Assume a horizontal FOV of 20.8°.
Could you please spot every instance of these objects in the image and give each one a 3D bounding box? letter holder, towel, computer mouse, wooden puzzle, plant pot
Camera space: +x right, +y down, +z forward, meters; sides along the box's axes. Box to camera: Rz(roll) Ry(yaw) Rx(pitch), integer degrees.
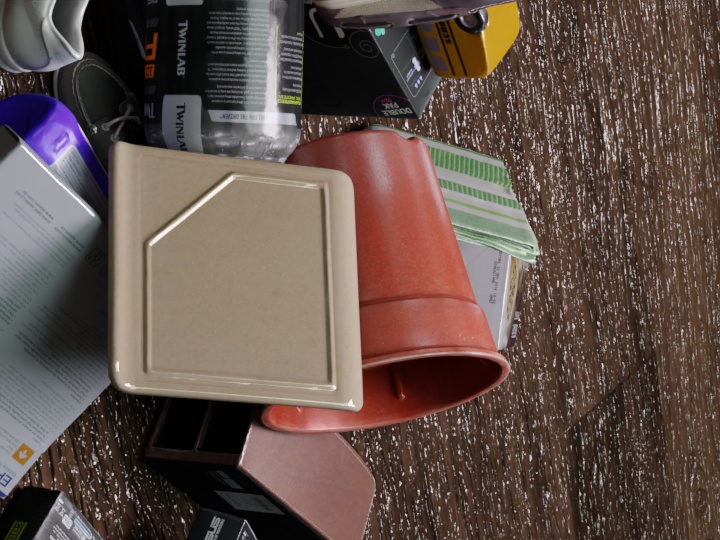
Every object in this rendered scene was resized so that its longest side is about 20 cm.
[{"bbox_3d":[-0.071,0.141,1.659,0.200,0.100,0.143,47,53,-47],"label":"letter holder"},{"bbox_3d":[0.076,-0.073,1.757,0.200,0.151,0.024,-104,-147,-63],"label":"towel"},{"bbox_3d":[-0.176,-0.204,1.522,0.140,0.046,0.202,-23,111,-55],"label":"computer mouse"},{"bbox_3d":[-0.091,0.007,1.406,0.198,0.037,0.187,8,67,-26],"label":"wooden puzzle"},{"bbox_3d":[0.002,0.006,1.556,0.200,0.200,0.197,16,58,-55],"label":"plant pot"}]

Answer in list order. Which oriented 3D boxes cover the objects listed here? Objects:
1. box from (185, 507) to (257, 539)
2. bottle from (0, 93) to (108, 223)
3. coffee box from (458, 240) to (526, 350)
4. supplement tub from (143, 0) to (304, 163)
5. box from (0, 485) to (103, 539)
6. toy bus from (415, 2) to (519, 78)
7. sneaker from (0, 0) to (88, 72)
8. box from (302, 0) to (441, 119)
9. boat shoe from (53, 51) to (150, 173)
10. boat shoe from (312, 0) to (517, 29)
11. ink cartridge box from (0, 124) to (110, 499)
[{"bbox_3d":[-0.118,0.309,1.599,0.200,0.043,0.161,70,37,-57],"label":"box"},{"bbox_3d":[-0.211,-0.037,1.450,0.065,0.083,0.201,-51,133,-29],"label":"bottle"},{"bbox_3d":[0.109,0.015,1.864,0.200,0.079,0.114,13,84,-81],"label":"coffee box"},{"bbox_3d":[-0.103,-0.161,1.489,0.122,0.122,0.202,-1,93,-56],"label":"supplement tub"},{"bbox_3d":[-0.236,0.298,1.472,0.194,0.047,0.201,-61,139,-30],"label":"box"},{"bbox_3d":[0.070,-0.255,1.587,0.065,0.078,0.201,-52,134,-35],"label":"toy bus"},{"bbox_3d":[-0.220,-0.245,1.416,0.075,0.088,0.202,-3,95,-54],"label":"sneaker"},{"bbox_3d":[-0.021,-0.240,1.658,0.125,0.147,0.200,-61,139,-27],"label":"box"},{"bbox_3d":[-0.175,-0.081,1.518,0.067,0.057,0.201,-42,126,-35],"label":"boat shoe"},{"bbox_3d":[0.056,-0.225,1.517,0.065,0.198,0.073,69,16,-63],"label":"boat shoe"},{"bbox_3d":[-0.252,0.032,1.380,0.200,0.041,0.200,-46,129,-5],"label":"ink cartridge box"}]
